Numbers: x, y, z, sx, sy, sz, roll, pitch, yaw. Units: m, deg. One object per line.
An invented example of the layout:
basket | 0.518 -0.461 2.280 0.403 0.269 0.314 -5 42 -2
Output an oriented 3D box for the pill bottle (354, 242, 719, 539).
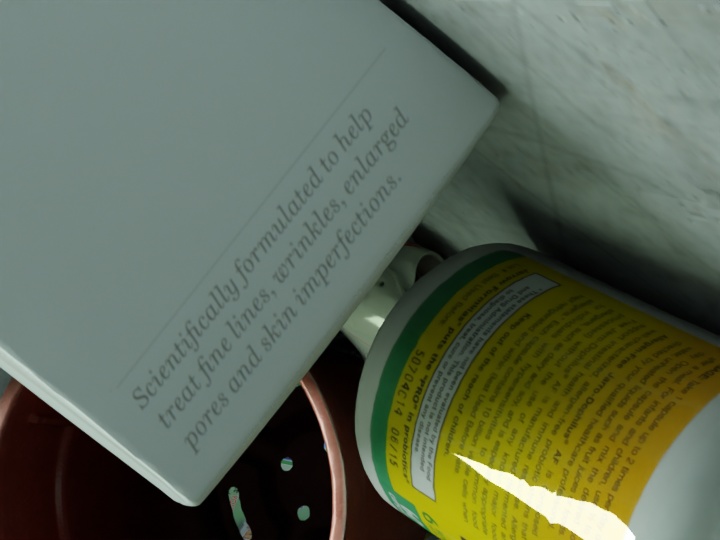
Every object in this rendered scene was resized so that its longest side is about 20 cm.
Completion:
pill bottle | 0.099 0.073 0.558 0.199 0.113 0.113 27 165 44

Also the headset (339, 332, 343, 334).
headset | -0.069 -0.023 0.890 0.198 0.095 0.124 16 164 25

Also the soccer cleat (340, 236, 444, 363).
soccer cleat | 0.000 0.000 0.748 0.200 0.069 0.078 45 139 12

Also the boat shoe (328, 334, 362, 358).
boat shoe | 0.026 0.081 0.973 0.069 0.072 0.200 47 176 -39

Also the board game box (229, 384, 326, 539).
board game box | -0.038 0.147 1.017 0.133 0.201 0.029 12 129 6

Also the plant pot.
plant pot | -0.060 0.115 0.849 0.200 0.202 0.195 34 -171 22

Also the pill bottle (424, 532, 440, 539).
pill bottle | 0.073 0.196 0.972 0.114 0.115 0.200 39 -168 0

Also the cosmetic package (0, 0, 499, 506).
cosmetic package | -0.077 -0.028 0.588 0.165 0.165 0.200 38 170 -2
